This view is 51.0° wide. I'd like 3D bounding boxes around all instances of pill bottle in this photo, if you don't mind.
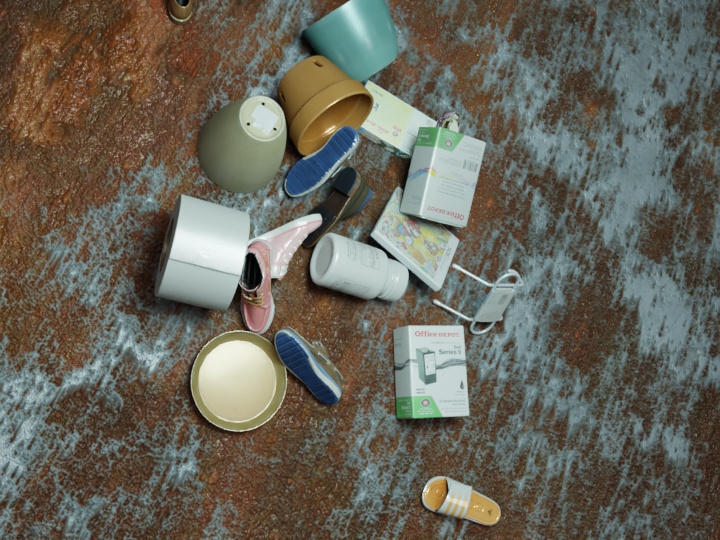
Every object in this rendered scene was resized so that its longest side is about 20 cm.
[{"bbox_3d":[0.000,0.000,1.634,0.198,0.114,0.116,18,73,-29],"label":"pill bottle"}]

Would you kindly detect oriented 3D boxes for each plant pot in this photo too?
[{"bbox_3d":[-0.249,0.225,1.540,0.198,0.027,0.203,5,77,-22],"label":"plant pot"},{"bbox_3d":[-0.089,-0.368,1.642,0.199,0.200,0.141,-28,75,-24],"label":"plant pot"},{"bbox_3d":[-0.008,-0.518,1.696,0.200,0.200,0.162,-40,108,-24],"label":"plant pot"},{"bbox_3d":[-0.226,-0.278,1.552,0.185,0.200,0.190,5,77,-22],"label":"plant pot"}]

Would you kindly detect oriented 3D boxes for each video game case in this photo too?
[{"bbox_3d":[0.128,-0.075,1.717,0.199,0.023,0.183,40,43,-11],"label":"video game case"}]

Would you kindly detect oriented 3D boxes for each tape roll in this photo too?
[{"bbox_3d":[-0.310,-0.033,1.469,0.138,0.202,0.205,15,75,-18],"label":"tape roll"}]

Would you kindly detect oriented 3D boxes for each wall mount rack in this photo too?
[{"bbox_3d":[0.273,0.056,1.731,0.172,0.201,0.075,2,42,-25],"label":"wall mount rack"}]

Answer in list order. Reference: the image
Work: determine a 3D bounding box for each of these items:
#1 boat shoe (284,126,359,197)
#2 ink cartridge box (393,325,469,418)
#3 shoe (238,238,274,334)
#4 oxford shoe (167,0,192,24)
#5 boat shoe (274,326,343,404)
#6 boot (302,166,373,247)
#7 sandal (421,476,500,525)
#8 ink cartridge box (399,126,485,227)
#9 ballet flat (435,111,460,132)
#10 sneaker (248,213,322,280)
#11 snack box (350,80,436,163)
[{"bbox_3d":[-0.077,-0.228,1.656,0.199,0.072,0.073,-38,79,6],"label":"boat shoe"},{"bbox_3d":[0.155,0.224,1.676,0.144,0.084,0.203,2,79,-23],"label":"ink cartridge box"},{"bbox_3d":[-0.216,0.042,1.516,0.071,0.091,0.203,7,106,7],"label":"shoe"},{"bbox_3d":[-0.387,-0.640,1.625,0.071,0.071,0.203,-6,81,-22],"label":"oxford shoe"},{"bbox_3d":[-0.106,0.189,1.583,0.201,0.072,0.073,56,35,-20],"label":"boat shoe"},{"bbox_3d":[-0.045,-0.123,1.662,0.201,0.075,0.097,-53,145,8],"label":"boot"},{"bbox_3d":[0.235,0.512,1.668,0.205,0.059,0.080,22,72,-17],"label":"sandal"},{"bbox_3d":[0.186,-0.210,1.708,0.144,0.087,0.203,10,93,-35],"label":"ink cartridge box"},{"bbox_3d":[0.198,-0.293,1.801,0.069,0.071,0.202,21,73,-20],"label":"ballet flat"},{"bbox_3d":[-0.159,-0.041,1.595,0.198,0.075,0.106,-25,89,-11],"label":"sneaker"},{"bbox_3d":[0.075,-0.346,1.778,0.199,0.037,0.117,28,70,-15],"label":"snack box"}]
